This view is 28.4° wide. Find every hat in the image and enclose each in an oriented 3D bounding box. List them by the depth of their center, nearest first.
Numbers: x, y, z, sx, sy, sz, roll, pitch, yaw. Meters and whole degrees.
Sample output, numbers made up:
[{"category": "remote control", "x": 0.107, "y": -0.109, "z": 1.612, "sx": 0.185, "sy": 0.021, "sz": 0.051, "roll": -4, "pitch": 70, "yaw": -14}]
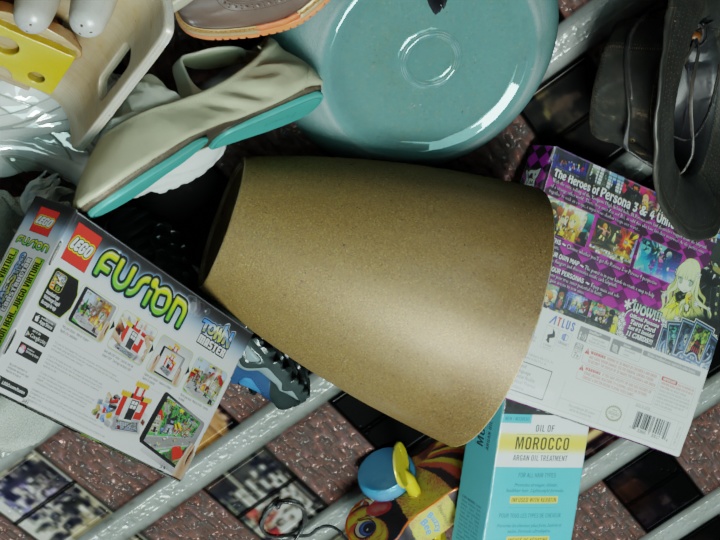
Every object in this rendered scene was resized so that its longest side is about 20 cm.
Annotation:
[{"category": "hat", "x": 0.201, "y": -0.116, "z": 0.969, "sx": 0.081, "sy": 0.201, "sz": 0.201, "roll": 5, "pitch": 134, "yaw": 29}]

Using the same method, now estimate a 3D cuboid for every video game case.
[{"category": "video game case", "x": 0.182, "y": 0.026, "z": 1.048, "sx": 0.200, "sy": 0.036, "sz": 0.182, "roll": 19, "pitch": 87, "yaw": -29}]

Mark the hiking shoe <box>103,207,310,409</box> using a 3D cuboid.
[{"category": "hiking shoe", "x": -0.121, "y": 0.039, "z": 1.004, "sx": 0.087, "sy": 0.074, "sz": 0.200, "roll": -39, "pitch": 116, "yaw": 20}]

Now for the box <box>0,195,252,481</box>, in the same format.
[{"category": "box", "x": -0.148, "y": 0.048, "z": 0.858, "sx": 0.200, "sy": 0.035, "sz": 0.110, "roll": 42, "pitch": 69, "yaw": -55}]

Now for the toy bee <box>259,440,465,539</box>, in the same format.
[{"category": "toy bee", "x": 0.034, "y": 0.204, "z": 1.134, "sx": 0.200, "sy": 0.109, "sz": 0.131, "roll": -42, "pitch": 126, "yaw": 13}]

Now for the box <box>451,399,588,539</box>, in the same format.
[{"category": "box", "x": 0.129, "y": 0.120, "z": 1.090, "sx": 0.082, "sy": 0.049, "sz": 0.200, "roll": 4, "pitch": 99, "yaw": -25}]

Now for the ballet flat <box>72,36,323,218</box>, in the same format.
[{"category": "ballet flat", "x": -0.106, "y": -0.094, "z": 0.855, "sx": 0.200, "sy": 0.069, "sz": 0.070, "roll": -32, "pitch": 138, "yaw": -43}]

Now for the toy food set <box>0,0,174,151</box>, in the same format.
[{"category": "toy food set", "x": -0.215, "y": -0.134, "z": 0.750, "sx": 0.200, "sy": 0.060, "sz": 0.143, "roll": 22, "pitch": 148, "yaw": -21}]

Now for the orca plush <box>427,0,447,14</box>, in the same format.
[{"category": "orca plush", "x": 0.131, "y": -0.221, "z": 0.870, "sx": 0.200, "sy": 0.071, "sz": 0.105, "roll": -12, "pitch": 98, "yaw": -14}]

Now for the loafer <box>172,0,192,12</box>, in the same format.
[{"category": "loafer", "x": -0.170, "y": -0.178, "z": 0.816, "sx": 0.200, "sy": 0.076, "sz": 0.068, "roll": -18, "pitch": 158, "yaw": -1}]

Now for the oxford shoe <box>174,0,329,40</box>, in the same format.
[{"category": "oxford shoe", "x": -0.033, "y": -0.199, "z": 0.835, "sx": 0.200, "sy": 0.071, "sz": 0.073, "roll": -22, "pitch": 153, "yaw": 18}]

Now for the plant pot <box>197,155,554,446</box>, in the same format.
[{"category": "plant pot", "x": 0.000, "y": 0.000, "z": 0.954, "sx": 0.200, "sy": 0.186, "sz": 0.187, "roll": 19, "pitch": 117, "yaw": -14}]

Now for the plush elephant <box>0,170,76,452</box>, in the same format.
[{"category": "plush elephant", "x": -0.257, "y": 0.031, "z": 0.856, "sx": 0.200, "sy": 0.155, "sz": 0.165, "roll": -13, "pitch": 141, "yaw": 39}]

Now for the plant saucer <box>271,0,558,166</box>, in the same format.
[{"category": "plant saucer", "x": 0.042, "y": -0.145, "z": 0.940, "sx": 0.200, "sy": 0.036, "sz": 0.200, "roll": -8, "pitch": 125, "yaw": -11}]

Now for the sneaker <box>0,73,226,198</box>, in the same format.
[{"category": "sneaker", "x": -0.177, "y": -0.105, "z": 0.879, "sx": 0.200, "sy": 0.078, "sz": 0.100, "roll": 3, "pitch": 119, "yaw": -19}]
